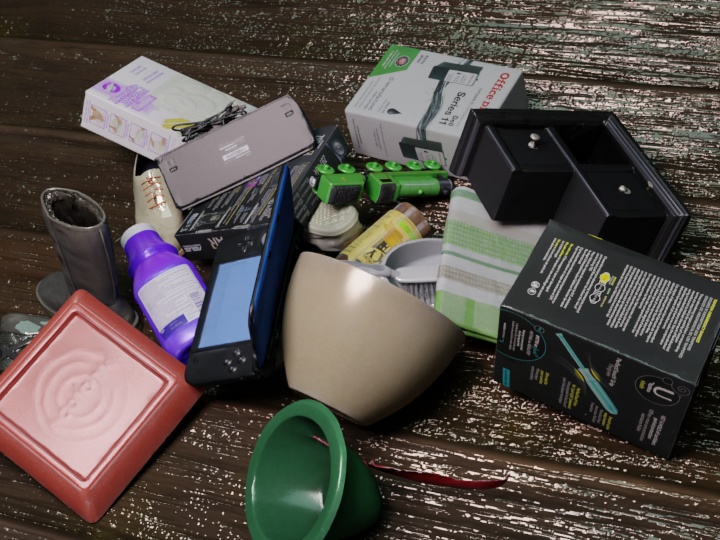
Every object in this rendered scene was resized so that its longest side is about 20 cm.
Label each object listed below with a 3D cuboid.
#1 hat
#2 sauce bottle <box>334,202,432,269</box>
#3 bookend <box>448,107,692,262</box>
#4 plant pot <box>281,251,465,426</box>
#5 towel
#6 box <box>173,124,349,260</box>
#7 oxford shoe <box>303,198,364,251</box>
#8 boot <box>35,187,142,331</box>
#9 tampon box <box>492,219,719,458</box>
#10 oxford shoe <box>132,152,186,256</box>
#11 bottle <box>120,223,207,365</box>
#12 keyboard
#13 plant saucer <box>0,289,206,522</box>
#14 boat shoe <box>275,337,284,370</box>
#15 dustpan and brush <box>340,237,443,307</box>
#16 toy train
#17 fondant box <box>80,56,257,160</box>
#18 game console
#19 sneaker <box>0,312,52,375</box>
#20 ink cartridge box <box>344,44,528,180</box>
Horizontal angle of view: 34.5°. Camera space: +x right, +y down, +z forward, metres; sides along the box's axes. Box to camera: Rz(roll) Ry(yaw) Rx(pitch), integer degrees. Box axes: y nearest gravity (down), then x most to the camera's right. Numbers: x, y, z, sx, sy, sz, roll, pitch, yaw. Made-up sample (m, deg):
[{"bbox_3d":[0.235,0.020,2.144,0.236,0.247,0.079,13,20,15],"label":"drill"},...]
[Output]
[{"bbox_3d":[0.003,0.235,1.197,0.200,0.176,0.166,24,94,56],"label":"hat"},{"bbox_3d":[0.000,0.000,1.385,0.200,0.065,0.065,-42,52,-20],"label":"sauce bottle"},{"bbox_3d":[0.235,-0.092,1.333,0.199,0.092,0.199,-1,43,-22],"label":"bookend"},{"bbox_3d":[-0.006,0.087,1.240,0.200,0.200,0.135,22,80,30],"label":"plant pot"},{"bbox_3d":[0.160,0.002,1.330,0.149,0.031,0.200,18,53,-6],"label":"towel"},{"bbox_3d":[-0.122,-0.099,1.462,0.160,0.044,0.200,-6,39,33],"label":"box"},{"bbox_3d":[-0.067,-0.067,1.470,0.075,0.058,0.200,-47,39,-18],"label":"oxford shoe"},{"bbox_3d":[-0.348,-0.014,1.391,0.181,0.200,0.073,18,56,28],"label":"boot"},{"bbox_3d":[0.253,0.069,1.177,0.200,0.150,0.126,23,58,18],"label":"tampon box"},{"bbox_3d":[-0.272,-0.090,1.526,0.071,0.074,0.200,-19,47,-3],"label":"oxford shoe"},{"bbox_3d":[-0.231,0.025,1.401,0.083,0.065,0.200,-31,57,-10],"label":"bottle"},{"bbox_3d":[-0.159,-0.159,1.467,0.200,0.040,0.104,-24,87,5],"label":"keyboard"},{"bbox_3d":[-0.309,0.142,1.291,0.200,0.037,0.200,34,72,14],"label":"plant saucer"},{"bbox_3d":[-0.130,0.029,1.386,0.074,0.069,0.200,-23,47,-6],"label":"boat shoe"},{"bbox_3d":[0.050,0.010,1.331,0.199,0.057,0.140,-2,46,-7],"label":"dustpan and brush"},{"bbox_3d":[0.030,-0.107,1.433,0.200,0.042,0.056,-5,34,-32],"label":"toy train"},{"bbox_3d":[-0.253,-0.206,1.569,0.200,0.058,0.144,24,36,10],"label":"fondant box"},{"bbox_3d":[-0.134,0.008,1.257,0.170,0.118,0.200,-11,52,31],"label":"game console"},{"bbox_3d":[-0.334,0.119,1.361,0.199,0.076,0.115,7,71,1],"label":"sneaker"},{"bbox_3d":[0.103,-0.209,1.530,0.200,0.083,0.147,16,55,25],"label":"ink cartridge box"}]
